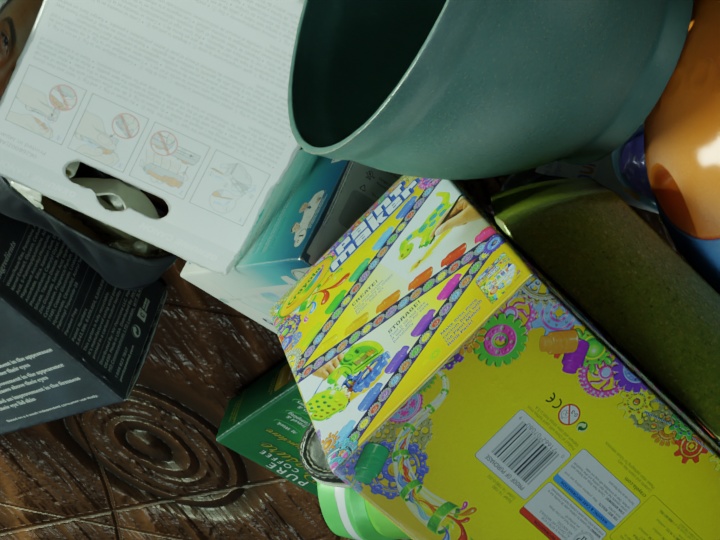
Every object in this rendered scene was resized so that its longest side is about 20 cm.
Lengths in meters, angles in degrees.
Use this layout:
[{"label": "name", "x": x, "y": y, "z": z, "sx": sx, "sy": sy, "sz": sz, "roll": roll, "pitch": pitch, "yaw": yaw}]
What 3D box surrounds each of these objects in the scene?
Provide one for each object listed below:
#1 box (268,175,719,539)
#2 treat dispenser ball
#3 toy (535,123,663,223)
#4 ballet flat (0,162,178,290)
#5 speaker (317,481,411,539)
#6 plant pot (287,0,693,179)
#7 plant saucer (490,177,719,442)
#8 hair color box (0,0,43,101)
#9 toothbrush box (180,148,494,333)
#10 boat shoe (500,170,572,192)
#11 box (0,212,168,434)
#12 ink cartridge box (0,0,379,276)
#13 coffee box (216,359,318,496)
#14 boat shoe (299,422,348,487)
[{"label": "box", "x": 0.079, "y": 0.072, "z": 0.778, "sx": 0.122, "sy": 0.193, "sz": 0.200, "roll": -45, "pitch": 111, "yaw": 6}, {"label": "treat dispenser ball", "x": 0.236, "y": -0.065, "z": 0.756, "sx": 0.201, "sy": 0.201, "sz": 0.201, "roll": 9, "pitch": 142, "yaw": 7}, {"label": "toy", "x": 0.205, "y": -0.049, "z": 0.912, "sx": 0.200, "sy": 0.047, "sz": 0.115, "roll": 14, "pitch": 142, "yaw": 1}, {"label": "ballet flat", "x": -0.188, "y": -0.055, "z": 1.022, "sx": 0.073, "sy": 0.073, "sz": 0.200, "roll": -18, "pitch": 138, "yaw": 35}, {"label": "speaker", "x": 0.075, "y": 0.140, "z": 1.095, "sx": 0.200, "sy": 0.088, "sz": 0.088, "roll": -7, "pitch": 137, "yaw": 22}, {"label": "plant pot", "x": 0.070, "y": -0.127, "z": 0.753, "sx": 0.134, "sy": 0.200, "sz": 0.200, "roll": 19, "pitch": 143, "yaw": -22}, {"label": "plant saucer", "x": 0.152, "y": 0.022, "z": 0.791, "sx": 0.200, "sy": 0.200, "sz": 0.048, "roll": 44, "pitch": 97, "yaw": -1}, {"label": "hair color box", "x": -0.238, "y": -0.096, "z": 0.873, "sx": 0.061, "sy": 0.200, "sz": 0.102, "roll": 19, "pitch": 144, "yaw": 12}, {"label": "toothbrush box", "x": 0.000, "y": 0.000, "z": 0.954, "sx": 0.146, "sy": 0.085, "sz": 0.200, "roll": 32, "pitch": 164, "yaw": -19}, {"label": "boat shoe", "x": 0.133, "y": -0.005, "z": 0.981, "sx": 0.071, "sy": 0.072, "sz": 0.200, "roll": 33, "pitch": 163, "yaw": 30}, {"label": "box", "x": -0.259, "y": 0.010, "z": 1.096, "sx": 0.148, "sy": 0.104, "sz": 0.200, "roll": -16, "pitch": 132, "yaw": 34}, {"label": "ink cartridge box", "x": -0.099, "y": -0.114, "z": 0.876, "sx": 0.162, "sy": 0.050, "sz": 0.200, "roll": 25, "pitch": 119, "yaw": -12}, {"label": "coffee box", "x": -0.004, "y": 0.101, "z": 1.172, "sx": 0.123, "sy": 0.044, "sz": 0.200, "roll": 30, "pitch": 139, "yaw": -20}, {"label": "boat shoe", "x": 0.041, "y": 0.087, "z": 1.042, "sx": 0.200, "sy": 0.074, "sz": 0.060, "roll": -22, "pitch": 165, "yaw": 18}]
